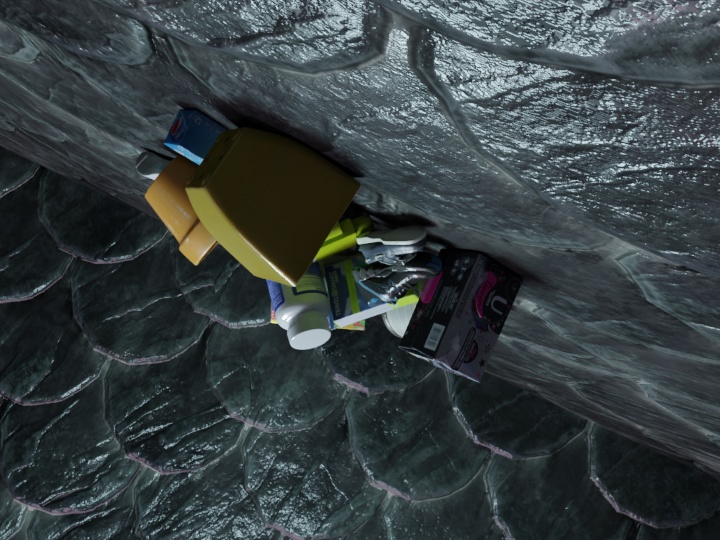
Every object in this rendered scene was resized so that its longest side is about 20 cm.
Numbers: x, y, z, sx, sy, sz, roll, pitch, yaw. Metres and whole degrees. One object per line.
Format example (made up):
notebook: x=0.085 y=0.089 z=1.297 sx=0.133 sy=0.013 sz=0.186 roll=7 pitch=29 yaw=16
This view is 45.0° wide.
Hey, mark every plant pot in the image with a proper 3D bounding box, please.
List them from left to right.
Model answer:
plant pot: x=-0.359 y=-0.147 z=1.893 sx=0.183 sy=0.201 sz=0.200 roll=42 pitch=171 yaw=-6
plant pot: x=-0.159 y=-0.118 z=1.378 sx=0.199 sy=0.197 sz=0.194 roll=37 pitch=168 yaw=-25

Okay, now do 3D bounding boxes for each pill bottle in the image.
pill bottle: x=-0.121 y=0.048 z=1.710 sx=0.111 sy=0.202 sz=0.112 roll=-13 pitch=152 yaw=-7

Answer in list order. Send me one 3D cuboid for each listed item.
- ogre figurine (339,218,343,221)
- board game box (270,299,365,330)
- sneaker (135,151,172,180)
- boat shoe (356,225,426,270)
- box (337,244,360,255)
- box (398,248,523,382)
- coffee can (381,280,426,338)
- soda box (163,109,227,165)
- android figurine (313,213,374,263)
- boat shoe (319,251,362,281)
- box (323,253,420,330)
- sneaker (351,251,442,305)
ogre figurine: x=-0.132 y=-0.103 z=1.686 sx=0.119 sy=0.099 sz=0.199 roll=25 pitch=-144 yaw=30
board game box: x=-0.086 y=0.059 z=1.851 sx=0.198 sy=0.057 sz=0.166 roll=4 pitch=-158 yaw=-3
sneaker: x=-0.435 y=-0.224 z=2.041 sx=0.199 sy=0.071 sz=0.080 roll=28 pitch=-175 yaw=30
boat shoe: x=0.057 y=-0.038 z=1.527 sx=0.199 sy=0.074 sz=0.062 roll=-3 pitch=108 yaw=57
box: x=-0.052 y=-0.029 z=1.894 sx=0.198 sy=0.050 sz=0.161 roll=-8 pitch=153 yaw=29
box: x=0.179 y=0.078 z=1.547 sx=0.114 sy=0.202 sz=0.132 roll=27 pitch=173 yaw=-27
coffee can: x=0.157 y=0.075 z=1.744 sx=0.146 sy=0.148 sz=0.199 roll=30 pitch=166 yaw=-35
soda box: x=-0.233 y=-0.198 z=1.497 sx=0.199 sy=0.068 sz=0.064 roll=31 pitch=171 yaw=-37
android figurine: x=-0.071 y=-0.051 z=1.623 sx=0.182 sy=0.198 sz=0.041 roll=79 pitch=169 yaw=-82
boat shoe: x=-0.001 y=-0.001 z=1.803 sx=0.198 sy=0.064 sz=0.073 roll=-4 pitch=155 yaw=4
box: x=0.012 y=0.030 z=1.716 sx=0.198 sy=0.123 sz=0.048 roll=-19 pitch=154 yaw=17
sneaker: x=0.075 y=0.016 z=1.604 sx=0.199 sy=0.083 sz=0.073 roll=-8 pitch=-166 yaw=44
